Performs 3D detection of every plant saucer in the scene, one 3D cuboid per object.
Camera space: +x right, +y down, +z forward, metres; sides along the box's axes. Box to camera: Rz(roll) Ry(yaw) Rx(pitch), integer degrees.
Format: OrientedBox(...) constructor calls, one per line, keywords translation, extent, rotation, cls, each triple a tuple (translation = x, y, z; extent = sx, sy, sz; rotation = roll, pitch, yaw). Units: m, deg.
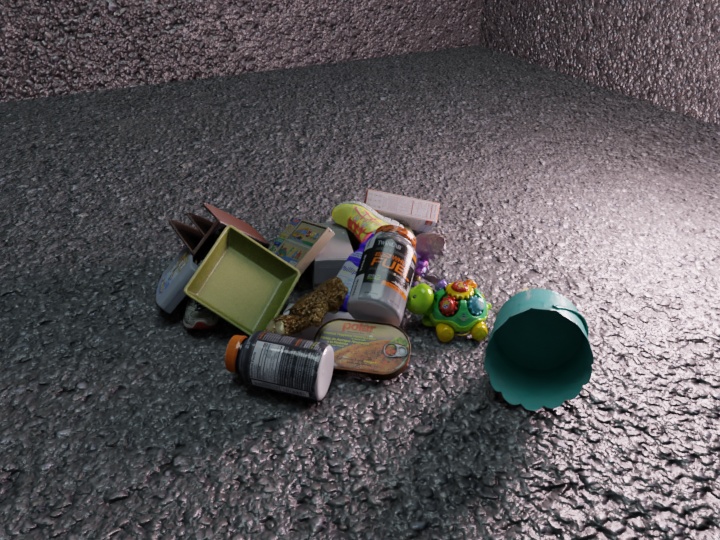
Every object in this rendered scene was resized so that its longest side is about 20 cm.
OrientedBox(translation=(-0.257, 0.033, 1.446), extent=(0.198, 0.048, 0.202), rotation=(33, 55, -9), cls="plant saucer")

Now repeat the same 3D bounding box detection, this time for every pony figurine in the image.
OrientedBox(translation=(0.126, -0.004, 1.554), extent=(0.199, 0.169, 0.192), rotation=(-37, 33, -24), cls="pony figurine")

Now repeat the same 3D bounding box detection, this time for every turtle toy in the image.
OrientedBox(translation=(0.191, 0.075, 1.448), extent=(0.195, 0.103, 0.147), rotation=(-2, 31, -5), cls="turtle toy")

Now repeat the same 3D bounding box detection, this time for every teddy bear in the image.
OrientedBox(translation=(-0.109, 0.091, 1.375), extent=(0.144, 0.068, 0.199), rotation=(-23, 11, 48), cls="teddy bear")

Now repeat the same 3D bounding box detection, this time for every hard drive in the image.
OrientedBox(translation=(-0.080, 0.128, 1.423), extent=(0.195, 0.026, 0.133), rotation=(8, 32, 11), cls="hard drive")

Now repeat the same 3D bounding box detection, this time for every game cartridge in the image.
OrientedBox(translation=(-0.411, 0.013, 1.505), extent=(0.133, 0.041, 0.200), rotation=(-44, 25, 6), cls="game cartridge")

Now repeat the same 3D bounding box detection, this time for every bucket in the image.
OrientedBox(translation=(0.336, 0.142, 1.253), extent=(0.202, 0.212, 0.135), rotation=(9, 23, 13), cls="bucket")

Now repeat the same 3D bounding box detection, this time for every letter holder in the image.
OrientedBox(translation=(-0.336, -0.090, 1.572), extent=(0.142, 0.101, 0.199), rotation=(45, 9, 29), cls="letter holder")

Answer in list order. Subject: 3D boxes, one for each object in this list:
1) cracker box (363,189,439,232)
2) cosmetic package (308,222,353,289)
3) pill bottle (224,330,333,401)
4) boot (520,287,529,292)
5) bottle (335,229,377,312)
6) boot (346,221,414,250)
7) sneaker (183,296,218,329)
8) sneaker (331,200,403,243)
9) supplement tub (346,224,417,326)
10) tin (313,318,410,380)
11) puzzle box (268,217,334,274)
OrientedBox(translation=(0.104, -0.159, 1.786), extent=(0.195, 0.059, 0.134), rotation=(12, -9, -2), cls="cracker box")
OrientedBox(translation=(-0.077, -0.037, 1.641), extent=(0.104, 0.092, 0.201), rotation=(-2, 28, -12), cls="cosmetic package")
OrientedBox(translation=(-0.156, 0.175, 1.262), extent=(0.196, 0.108, 0.107), rotation=(10, 31, 14), cls="pill bottle")
OrientedBox(translation=(0.401, 0.117, 1.416), extent=(0.152, 0.074, 0.201), rotation=(9, 33, 14), cls="boot")
OrientedBox(translation=(0.000, 0.000, 1.511), extent=(0.083, 0.065, 0.202), rotation=(17, 67, 41), cls="bottle")
OrientedBox(translation=(0.047, -0.098, 1.762), extent=(0.152, 0.073, 0.200), rotation=(-15, 40, -25), cls="boot")
OrientedBox(translation=(-0.356, 0.059, 1.470), extent=(0.076, 0.084, 0.201), rotation=(-4, 32, -11), cls="sneaker")
OrientedBox(translation=(0.011, -0.106, 1.650), extent=(0.196, 0.079, 0.091), rotation=(22, 45, 13), cls="sneaker")
OrientedBox(translation=(0.051, 0.012, 1.410), extent=(0.120, 0.123, 0.203), rotation=(9, 60, 13), cls="supplement tub")
OrientedBox(translation=(0.003, 0.157, 1.327), extent=(0.195, 0.042, 0.114), rotation=(7, 61, 9), cls="tin")
OrientedBox(translation=(-0.153, -0.062, 1.616), extent=(0.134, 0.025, 0.199), rotation=(-51, 30, -12), cls="puzzle box")
